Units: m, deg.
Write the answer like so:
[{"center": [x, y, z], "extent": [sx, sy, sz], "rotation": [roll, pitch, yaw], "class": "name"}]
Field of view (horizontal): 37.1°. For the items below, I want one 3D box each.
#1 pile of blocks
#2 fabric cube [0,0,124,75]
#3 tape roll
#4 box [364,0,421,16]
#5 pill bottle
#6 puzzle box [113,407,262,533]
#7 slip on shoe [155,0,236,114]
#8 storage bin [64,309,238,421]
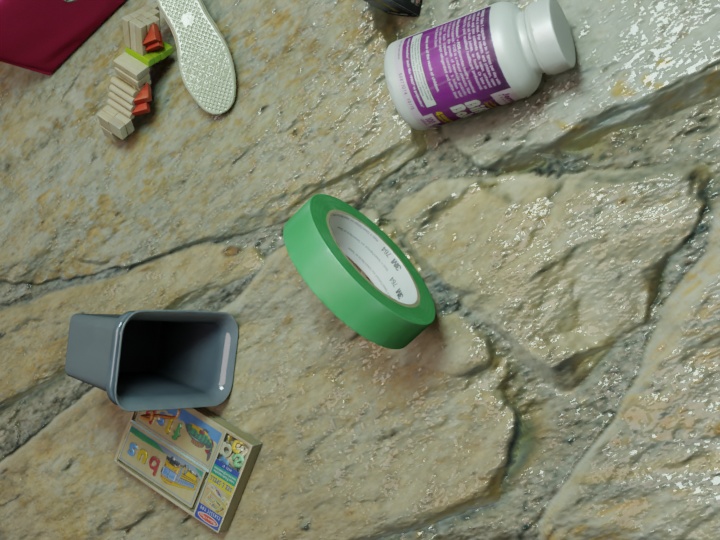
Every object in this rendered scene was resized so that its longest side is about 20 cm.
[{"center": [-0.297, -0.261, 1.473], "extent": [0.062, 0.082, 0.200], "rotation": [34, 118, 22], "class": "pile of blocks"}, {"center": [-0.478, -0.424, 1.503], "extent": [0.199, 0.196, 0.200], "rotation": [-37, 73, 21], "class": "fabric cube"}, {"center": [0.000, 0.000, 1.238], "extent": [0.048, 0.200, 0.201], "rotation": [-43, 70, 20], "class": "tape roll"}, {"center": [0.035, -0.416, 1.258], "extent": [0.048, 0.158, 0.200], "rotation": [12, 93, 27], "class": "box"}, {"center": [0.137, -0.239, 1.224], "extent": [0.200, 0.112, 0.113], "rotation": [-15, 81, 27], "class": "pill bottle"}, {"center": [-0.238, 0.247, 1.453], "extent": [0.200, 0.025, 0.133], "rotation": [26, 101, 26], "class": "puzzle box"}, {"center": [-0.219, -0.305, 1.445], "extent": [0.074, 0.061, 0.200], "rotation": [-23, 90, 1], "class": "slip on shoe"}, {"center": [-0.279, 0.115, 1.394], "extent": [0.134, 0.200, 0.146], "rotation": [8, 92, 38], "class": "storage bin"}]
